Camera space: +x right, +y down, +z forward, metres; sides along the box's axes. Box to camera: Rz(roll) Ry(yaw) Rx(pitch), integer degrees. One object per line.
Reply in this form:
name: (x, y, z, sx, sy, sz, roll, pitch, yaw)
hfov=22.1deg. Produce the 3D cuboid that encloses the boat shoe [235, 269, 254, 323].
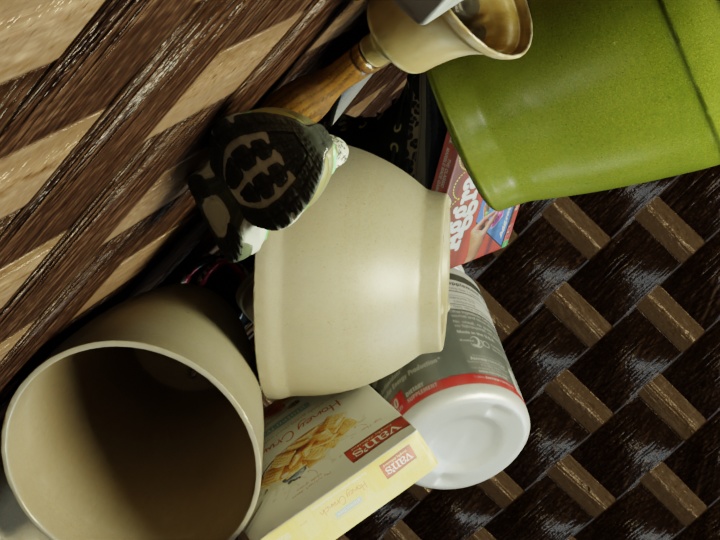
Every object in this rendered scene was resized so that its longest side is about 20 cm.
boat shoe: (-0.024, 0.054, 1.579, 0.071, 0.065, 0.200, -47, 134, 13)

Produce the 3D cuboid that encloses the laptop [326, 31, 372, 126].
laptop: (0.082, -0.167, 1.342, 0.200, 0.116, 0.187, -52, 179, -7)

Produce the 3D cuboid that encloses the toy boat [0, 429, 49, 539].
toy boat: (-0.279, 0.186, 1.481, 0.130, 0.131, 0.200, -13, -165, 28)

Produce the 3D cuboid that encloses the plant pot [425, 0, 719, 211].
plant pot: (0.148, -0.132, 1.196, 0.192, 0.201, 0.200, -23, -177, 10)

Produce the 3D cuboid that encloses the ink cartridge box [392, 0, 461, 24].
ink cartridge box: (0.071, -0.197, 0.777, 0.147, 0.083, 0.200, -45, 180, 27)

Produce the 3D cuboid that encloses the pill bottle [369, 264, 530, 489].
pill bottle: (0.057, 0.068, 1.498, 0.114, 0.114, 0.200, -46, -141, 24)

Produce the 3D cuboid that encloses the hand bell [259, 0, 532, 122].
hand bell: (-0.001, -0.130, 1.150, 0.200, 0.104, 0.104, -31, -173, 34)

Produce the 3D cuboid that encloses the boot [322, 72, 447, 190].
boot: (0.030, -0.128, 1.549, 0.073, 0.201, 0.150, 7, 174, -43)

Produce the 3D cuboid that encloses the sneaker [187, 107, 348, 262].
sneaker: (-0.045, -0.069, 1.138, 0.088, 0.077, 0.200, -33, -178, -21)

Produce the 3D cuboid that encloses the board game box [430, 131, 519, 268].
board game box: (0.101, -0.089, 1.449, 0.103, 0.019, 0.201, -20, 138, -38)

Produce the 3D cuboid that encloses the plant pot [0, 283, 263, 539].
plant pot: (-0.150, 0.093, 1.379, 0.187, 0.187, 0.200, -46, -168, 22)

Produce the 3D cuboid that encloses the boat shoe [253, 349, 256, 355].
boat shoe: (-0.031, 0.038, 1.662, 0.200, 0.062, 0.075, -38, 155, 7)

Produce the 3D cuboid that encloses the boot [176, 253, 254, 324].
boot: (-0.099, -0.001, 1.641, 0.200, 0.073, 0.151, -42, 178, 8)

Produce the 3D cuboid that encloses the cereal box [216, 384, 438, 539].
cereal box: (-0.038, 0.143, 1.389, 0.144, 0.040, 0.200, -35, -160, -8)

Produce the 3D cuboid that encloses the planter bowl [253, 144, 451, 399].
planter bowl: (0.000, 0.000, 1.390, 0.200, 0.134, 0.201, 3, 90, -84)
